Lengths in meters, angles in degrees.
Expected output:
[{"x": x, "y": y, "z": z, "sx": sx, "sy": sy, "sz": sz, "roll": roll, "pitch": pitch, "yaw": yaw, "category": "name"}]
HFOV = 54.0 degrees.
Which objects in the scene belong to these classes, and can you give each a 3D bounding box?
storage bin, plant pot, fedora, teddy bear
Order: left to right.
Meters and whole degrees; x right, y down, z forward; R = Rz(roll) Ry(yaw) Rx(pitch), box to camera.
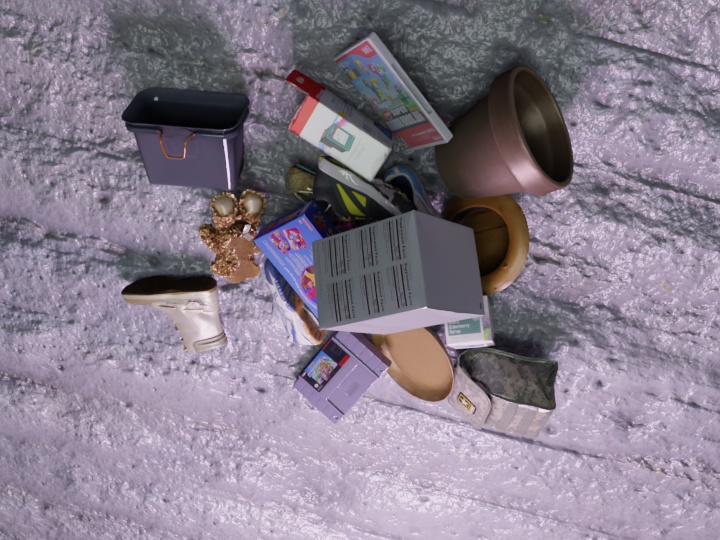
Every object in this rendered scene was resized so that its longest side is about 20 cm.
[{"x": -0.288, "y": -0.212, "z": 1.202, "sx": 0.196, "sy": 0.147, "sz": 0.136, "roll": 4, "pitch": 130, "yaw": 5, "category": "storage bin"}, {"x": -0.226, "y": -0.070, "z": 1.291, "sx": 0.143, "sy": 0.067, "sz": 0.201, "roll": -26, "pitch": 142, "yaw": -11, "category": "teddy bear"}, {"x": 0.105, "y": 0.164, "z": 1.368, "sx": 0.199, "sy": 0.027, "sz": 0.202, "roll": 29, "pitch": 137, "yaw": 30, "category": "plant pot"}, {"x": 0.222, "y": -0.049, "z": 1.230, "sx": 0.081, "sy": 0.201, "sz": 0.202, "roll": 2, "pitch": 132, "yaw": -44, "category": "fedora"}, {"x": 0.218, "y": -0.198, "z": 1.125, "sx": 0.173, "sy": 0.201, "sz": 0.201, "roll": -19, "pitch": 117, "yaw": 38, "category": "plant pot"}]

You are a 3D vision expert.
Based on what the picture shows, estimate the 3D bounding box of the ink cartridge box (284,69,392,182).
[{"x": -0.046, "y": -0.239, "z": 1.155, "sx": 0.198, "sy": 0.117, "sz": 0.068, "roll": 32, "pitch": 111, "yaw": -10, "category": "ink cartridge box"}]

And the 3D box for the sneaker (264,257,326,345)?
[{"x": -0.143, "y": 0.063, "z": 1.326, "sx": 0.087, "sy": 0.075, "sz": 0.202, "roll": -7, "pitch": 119, "yaw": 33, "category": "sneaker"}]

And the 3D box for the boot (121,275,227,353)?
[{"x": -0.371, "y": 0.091, "z": 1.417, "sx": 0.196, "sy": 0.072, "sz": 0.157, "roll": -1, "pitch": 122, "yaw": 8, "category": "boot"}]

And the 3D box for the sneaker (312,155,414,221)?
[{"x": 0.005, "y": -0.114, "z": 1.177, "sx": 0.199, "sy": 0.074, "sz": 0.085, "roll": 35, "pitch": 116, "yaw": 18, "category": "sneaker"}]

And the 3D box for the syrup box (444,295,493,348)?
[{"x": 0.197, "y": 0.096, "z": 1.266, "sx": 0.077, "sy": 0.200, "sz": 0.083, "roll": -7, "pitch": 82, "yaw": 11, "category": "syrup box"}]

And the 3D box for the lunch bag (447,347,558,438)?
[{"x": 0.263, "y": 0.234, "z": 1.360, "sx": 0.197, "sy": 0.119, "sz": 0.165, "roll": 11, "pitch": 148, "yaw": 5, "category": "lunch bag"}]

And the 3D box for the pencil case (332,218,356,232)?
[{"x": 0.000, "y": 0.000, "z": 1.309, "sx": 0.083, "sy": 0.086, "sz": 0.201, "roll": -39, "pitch": 112, "yaw": -10, "category": "pencil case"}]

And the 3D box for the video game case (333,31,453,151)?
[{"x": 0.050, "y": -0.277, "z": 1.124, "sx": 0.017, "sy": 0.143, "sz": 0.200, "roll": -46, "pitch": 109, "yaw": -14, "category": "video game case"}]

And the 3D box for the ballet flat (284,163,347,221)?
[{"x": -0.042, "y": -0.124, "z": 1.248, "sx": 0.197, "sy": 0.071, "sz": 0.071, "roll": 22, "pitch": 120, "yaw": -1, "category": "ballet flat"}]

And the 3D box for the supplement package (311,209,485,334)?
[{"x": 0.061, "y": 0.012, "z": 1.121, "sx": 0.198, "sy": 0.190, "sz": 0.150, "roll": -14, "pitch": 76, "yaw": 34, "category": "supplement package"}]

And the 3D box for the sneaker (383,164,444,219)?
[{"x": 0.102, "y": -0.089, "z": 1.218, "sx": 0.072, "sy": 0.072, "sz": 0.201, "roll": -33, "pitch": 90, "yaw": 39, "category": "sneaker"}]

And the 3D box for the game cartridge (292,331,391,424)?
[{"x": -0.042, "y": 0.212, "z": 1.444, "sx": 0.129, "sy": 0.038, "sz": 0.201, "roll": 38, "pitch": 119, "yaw": -2, "category": "game cartridge"}]

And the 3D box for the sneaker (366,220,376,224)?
[{"x": 0.086, "y": -0.012, "z": 1.292, "sx": 0.076, "sy": 0.076, "sz": 0.201, "roll": -24, "pitch": 115, "yaw": 24, "category": "sneaker"}]

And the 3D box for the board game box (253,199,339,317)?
[{"x": -0.077, "y": -0.013, "z": 1.247, "sx": 0.133, "sy": 0.045, "sz": 0.201, "roll": -21, "pitch": 117, "yaw": 37, "category": "board game box"}]
